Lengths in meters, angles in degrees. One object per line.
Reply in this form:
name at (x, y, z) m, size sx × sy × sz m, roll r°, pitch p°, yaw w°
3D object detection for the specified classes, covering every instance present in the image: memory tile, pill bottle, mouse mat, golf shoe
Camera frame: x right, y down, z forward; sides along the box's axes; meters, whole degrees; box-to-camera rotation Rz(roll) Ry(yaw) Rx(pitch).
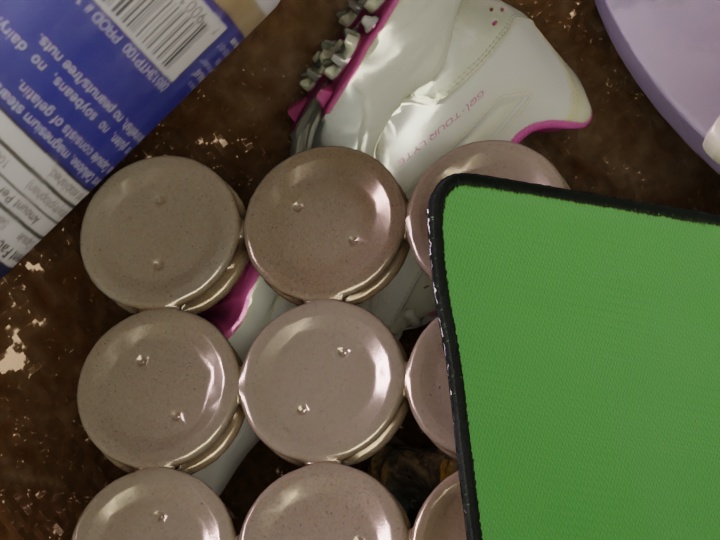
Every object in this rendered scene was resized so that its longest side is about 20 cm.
memory tile at (-0.010, 0.058, 0.867) m, size 0.152 × 0.017 × 0.201 m, roll -4°, pitch 67°, yaw 11°
pill bottle at (-0.131, -0.058, 0.901) m, size 0.200 × 0.120 × 0.120 m, roll -44°, pitch 99°, yaw 0°
mouse mat at (0.090, 0.074, 0.856) m, size 0.160 × 0.008 × 0.201 m, roll 9°, pitch 66°, yaw -38°
golf shoe at (0.000, 0.000, 0.951) m, size 0.091 × 0.075 × 0.201 m, roll 30°, pitch 91°, yaw -13°

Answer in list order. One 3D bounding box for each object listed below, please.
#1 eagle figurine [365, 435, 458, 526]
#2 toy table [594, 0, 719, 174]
eagle figurine at (-0.012, 0.140, 0.929) m, size 0.150 × 0.152 × 0.201 m, roll 18°, pitch 73°, yaw 26°
toy table at (0.158, -0.086, 0.911) m, size 0.199 × 0.117 × 0.184 m, roll 29°, pitch 76°, yaw 7°
